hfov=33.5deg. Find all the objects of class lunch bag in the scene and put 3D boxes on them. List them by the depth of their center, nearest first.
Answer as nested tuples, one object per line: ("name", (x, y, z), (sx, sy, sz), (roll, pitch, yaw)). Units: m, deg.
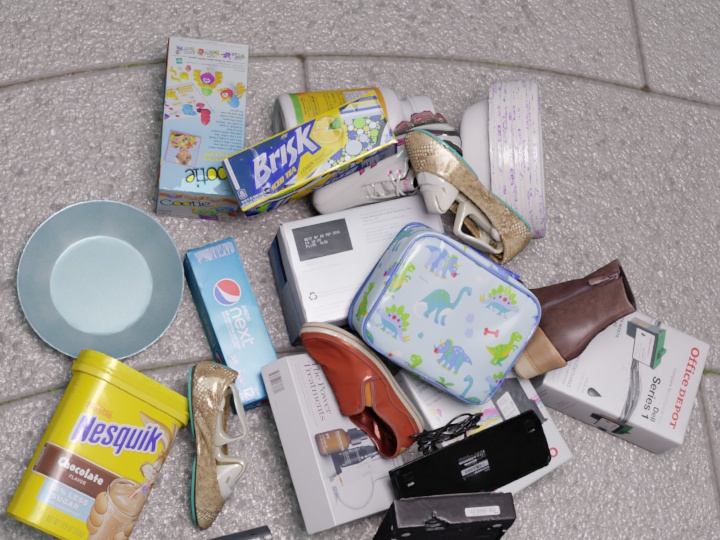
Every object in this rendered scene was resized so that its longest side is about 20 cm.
("lunch bag", (0.100, 0.049, 1.387), (0.199, 0.082, 0.162), (30, 92, -20))

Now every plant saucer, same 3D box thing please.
("plant saucer", (-0.315, 0.015, 1.461), (0.199, 0.039, 0.203), (3, 75, -11))

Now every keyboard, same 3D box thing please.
("keyboard", (0.125, 0.216, 1.417), (0.198, 0.040, 0.105), (-20, 104, -16))

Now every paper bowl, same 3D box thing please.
("paper bowl", (0.181, -0.140, 1.524), (0.103, 0.201, 0.203), (-2, 73, 10))

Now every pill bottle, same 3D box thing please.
("pill bottle", (-0.007, -0.177, 1.541), (0.198, 0.111, 0.112), (-6, 76, -13))

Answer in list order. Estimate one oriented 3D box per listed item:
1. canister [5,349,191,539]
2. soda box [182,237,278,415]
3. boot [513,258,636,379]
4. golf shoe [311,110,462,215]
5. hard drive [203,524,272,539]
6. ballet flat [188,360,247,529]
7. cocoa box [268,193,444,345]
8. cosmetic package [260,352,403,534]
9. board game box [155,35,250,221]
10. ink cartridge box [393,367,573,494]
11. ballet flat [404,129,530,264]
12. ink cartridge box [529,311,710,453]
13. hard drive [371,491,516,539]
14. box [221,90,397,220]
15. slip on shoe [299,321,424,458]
("canister", (-0.297, 0.214, 1.370), (0.148, 0.086, 0.201), (32, 71, -26))
("soda box", (-0.155, 0.068, 1.463), (0.064, 0.068, 0.202), (-17, 78, -17))
("boot", (0.253, 0.039, 1.476), (0.166, 0.201, 0.072), (-36, 116, 17))
("golf shoe", (0.031, -0.122, 1.462), (0.199, 0.092, 0.073), (-31, 126, 0))
("hard drive", (-0.189, 0.381, 1.359), (0.198, 0.033, 0.141), (-11, 101, -15))
("ballet flat", (-0.164, 0.205, 1.392), (0.065, 0.071, 0.202), (0, 101, 9))
("cocoa box", (0.000, 0.000, 1.480), (0.198, 0.131, 0.135), (-12, 79, -15))
("cosmetic package", (-0.026, 0.196, 1.422), (0.150, 0.051, 0.202), (-4, 73, -52))
("board game box", (-0.199, -0.175, 1.504), (0.104, 0.103, 0.202), (5, 73, -11))
("ink cartridge box", (0.148, 0.184, 1.484), (0.145, 0.083, 0.201), (-28, 81, -18))
("ballet flat", (0.119, -0.080, 1.398), (0.200, 0.070, 0.066), (39, 68, -15))
("ink cartridge box", (0.331, 0.127, 1.538), (0.198, 0.084, 0.147), (23, 72, -4))
("hard drive", (0.087, 0.307, 1.376), (0.138, 0.201, 0.038), (-2, 59, -11))
("box", (-0.059, -0.134, 1.409), (0.198, 0.064, 0.071), (-24, 81, -2))
("slip on shoe", (-0.002, 0.138, 1.388), (0.200, 0.074, 0.061), (51, 52, -17))
